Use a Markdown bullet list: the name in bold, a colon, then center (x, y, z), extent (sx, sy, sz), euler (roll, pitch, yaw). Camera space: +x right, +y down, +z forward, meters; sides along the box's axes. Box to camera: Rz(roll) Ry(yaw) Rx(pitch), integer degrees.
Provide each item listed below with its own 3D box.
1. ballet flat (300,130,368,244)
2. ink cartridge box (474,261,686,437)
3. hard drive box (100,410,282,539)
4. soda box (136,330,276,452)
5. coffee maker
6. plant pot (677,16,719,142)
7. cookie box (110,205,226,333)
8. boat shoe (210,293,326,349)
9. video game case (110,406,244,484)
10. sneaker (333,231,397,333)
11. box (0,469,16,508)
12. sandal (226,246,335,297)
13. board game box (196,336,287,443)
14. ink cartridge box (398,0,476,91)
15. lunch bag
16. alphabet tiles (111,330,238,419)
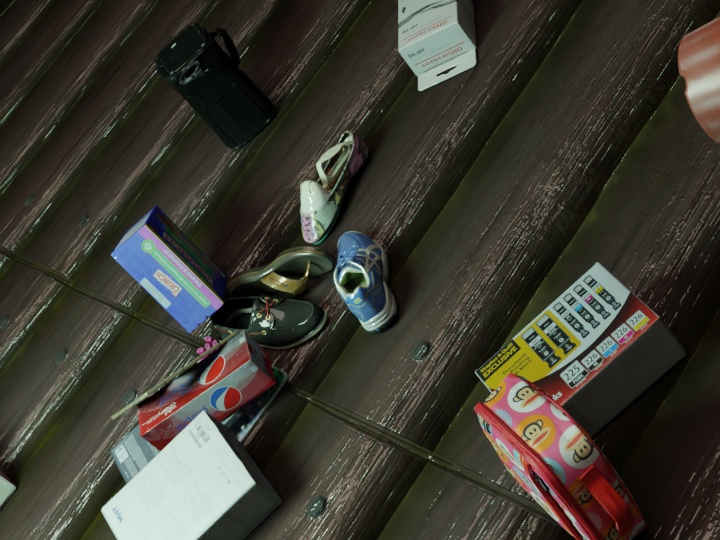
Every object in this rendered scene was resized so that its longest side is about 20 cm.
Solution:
- **ballet flat**: center (-0.053, -0.139, 1.907), extent (0.069, 0.071, 0.200), euler (6, 60, 43)
- **ink cartridge box**: center (0.246, 0.098, 1.415), extent (0.200, 0.084, 0.176), euler (-42, 38, 2)
- **hard drive box**: center (-0.230, 0.317, 1.614), extent (0.200, 0.077, 0.156), euler (-43, 49, 0)
- **soda box**: center (-0.220, 0.176, 1.698), extent (0.200, 0.063, 0.070), euler (-35, 38, 11)
- **coffee maker**: center (-0.262, -0.318, 2.152), extent (0.134, 0.200, 0.192), euler (-28, 38, 22)
- **plant pot**: center (0.505, -0.252, 1.441), extent (0.195, 0.201, 0.201), euler (-20, 43, 39)
- **cookie box**: center (-0.292, -0.005, 1.859), extent (0.075, 0.171, 0.200), euler (-42, 12, 5)
- **boat shoe**: center (-0.141, 0.074, 1.797), extent (0.201, 0.063, 0.074), euler (-5, 49, 37)
- **video game case**: center (-0.270, 0.238, 1.750), extent (0.200, 0.019, 0.143), euler (-43, 38, -2)
- **sneaker**: center (0.000, 0.000, 1.727), extent (0.076, 0.077, 0.200), euler (-36, 37, 12)
- **box**: center (-0.680, 0.333, 1.975), extent (0.109, 0.128, 0.200), euler (-52, 39, -11)
- **sandal**: center (-0.121, 0.016, 1.822), extent (0.200, 0.082, 0.055), euler (-19, 61, 26)
- **board game box**: center (-0.226, 0.203, 1.779), extent (0.200, 0.026, 0.200), euler (19, 69, 49)
- **ink cartridge box**: center (0.127, -0.404, 1.997), extent (0.116, 0.067, 0.200), euler (-22, 43, 24)
- **lunch bag**: center (0.217, 0.211, 1.244), extent (0.082, 0.200, 0.176), euler (-42, 37, -6)
- **alphabet tiles**: center (-0.277, 0.157, 1.739), extent (0.167, 0.008, 0.200), euler (-35, 2, -33)
